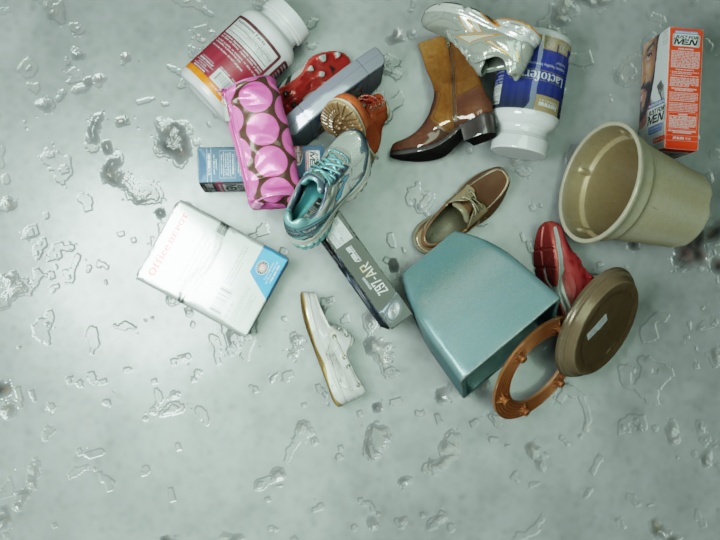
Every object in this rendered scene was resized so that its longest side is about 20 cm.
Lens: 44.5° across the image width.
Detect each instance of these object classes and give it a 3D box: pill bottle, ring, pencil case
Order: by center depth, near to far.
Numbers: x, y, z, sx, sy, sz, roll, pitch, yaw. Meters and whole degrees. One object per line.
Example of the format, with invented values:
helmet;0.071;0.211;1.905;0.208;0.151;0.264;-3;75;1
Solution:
pencil case;-0.153;-0.190;1.336;0.094;0.091;0.200;-13;86;-40
pill bottle;-0.183;-0.345;1.424;0.200;0.113;0.113;-44;92;-5
ring;0.292;0.162;1.424;0.200;0.200;0.019;-48;52;-4
pill bottle;0.278;-0.290;1.457;0.116;0.116;0.200;9;88;-4

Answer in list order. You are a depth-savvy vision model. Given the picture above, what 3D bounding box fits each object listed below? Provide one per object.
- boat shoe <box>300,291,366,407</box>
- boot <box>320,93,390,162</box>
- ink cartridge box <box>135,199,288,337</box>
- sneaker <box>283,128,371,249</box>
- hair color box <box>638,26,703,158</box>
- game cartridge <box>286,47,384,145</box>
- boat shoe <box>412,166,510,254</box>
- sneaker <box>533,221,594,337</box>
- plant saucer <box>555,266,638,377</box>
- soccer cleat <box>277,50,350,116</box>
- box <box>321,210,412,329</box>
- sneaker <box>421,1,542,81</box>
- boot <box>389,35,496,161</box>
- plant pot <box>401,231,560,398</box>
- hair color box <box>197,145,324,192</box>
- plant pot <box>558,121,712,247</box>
boat shoe;-0.043;0.121;1.448;0.069;0.071;0.200;-20;99;-6
boot;-0.002;-0.250;1.400;0.075;0.200;0.107;25;81;14
ink cartridge box;-0.237;-0.003;1.425;0.200;0.084;0.145;29;87;-3
sneaker;-0.047;-0.128;1.295;0.078;0.086;0.200;24;76;18
hair color box;0.519;-0.293;1.478;0.064;0.111;0.200;5;88;-5
game cartridge;-0.044;-0.275;1.423;0.200;0.133;0.042;-39;91;-4
boat shoe;0.175;-0.098;1.465;0.200;0.072;0.076;-44;92;-4
sneaker;0.367;0.009;1.489;0.115;0.078;0.200;-11;95;-17
plant saucer;0.390;0.090;1.431;0.029;0.200;0.200;33;85;40
soccer cleat;-0.098;-0.301;1.454;0.200;0.085;0.069;-43;111;-26
box;0.000;0.000;1.405;0.044;0.160;0.200;-36;92;-5
sneaker;0.180;-0.362;1.400;0.200;0.076;0.092;21;90;23
boot;0.120;-0.294;1.464;0.188;0.068;0.200;-18;76;27
plant pot;0.173;0.056;1.407;0.196;0.196;0.200;-39;73;-4
hair color box;-0.159;-0.164;1.427;0.200;0.100;0.061;-2;87;-4
plant pot;0.459;-0.120;1.435;0.183;0.200;0.201;15;87;-22
